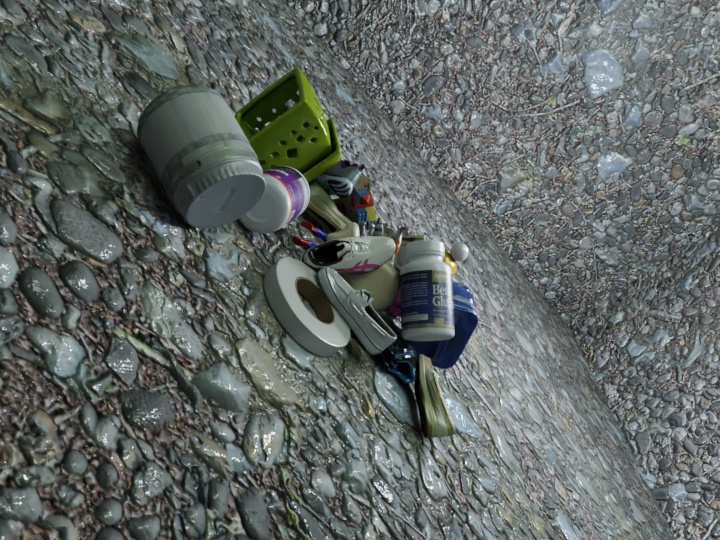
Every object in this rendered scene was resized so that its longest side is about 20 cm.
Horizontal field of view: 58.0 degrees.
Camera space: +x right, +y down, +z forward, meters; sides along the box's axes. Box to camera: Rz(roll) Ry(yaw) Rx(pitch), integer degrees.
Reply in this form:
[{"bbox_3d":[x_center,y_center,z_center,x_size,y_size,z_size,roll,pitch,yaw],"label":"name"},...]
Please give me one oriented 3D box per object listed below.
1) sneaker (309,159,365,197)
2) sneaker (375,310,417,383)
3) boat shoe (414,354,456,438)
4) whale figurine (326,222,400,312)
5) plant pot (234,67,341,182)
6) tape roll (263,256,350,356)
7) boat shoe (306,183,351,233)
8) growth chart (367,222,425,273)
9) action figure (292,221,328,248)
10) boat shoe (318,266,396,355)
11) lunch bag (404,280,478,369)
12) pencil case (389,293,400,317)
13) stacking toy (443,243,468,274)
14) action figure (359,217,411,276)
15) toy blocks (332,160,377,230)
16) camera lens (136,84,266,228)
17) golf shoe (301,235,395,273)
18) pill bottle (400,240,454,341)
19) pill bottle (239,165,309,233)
[{"bbox_3d":[-0.067,-0.227,1.553,0.200,0.088,0.075,20,-27,48],"label":"sneaker"},{"bbox_3d":[0.057,0.156,1.347,0.200,0.073,0.082,41,22,-29],"label":"sneaker"},{"bbox_3d":[0.152,0.260,1.356,0.201,0.063,0.073,-96,-172,-52],"label":"boat shoe"},{"bbox_3d":[0.000,0.000,1.406,0.201,0.159,0.104,60,-11,3],"label":"whale figurine"},{"bbox_3d":[-0.158,-0.311,1.497,0.182,0.200,0.199,46,18,-35],"label":"plant pot"},{"bbox_3d":[-0.097,0.065,1.208,0.203,0.037,0.203,45,21,-23],"label":"tape roll"},{"bbox_3d":[-0.069,-0.109,1.531,0.201,0.063,0.073,53,-21,-14],"label":"boat shoe"},{"bbox_3d":[0.102,-0.030,1.552,0.199,0.145,0.018,16,11,5],"label":"growth chart"},{"bbox_3d":[-0.066,-0.051,1.444,0.052,0.066,0.200,27,2,36],"label":"action figure"},{"bbox_3d":[-0.003,0.067,1.267,0.200,0.065,0.074,53,18,-4],"label":"boat shoe"},{"bbox_3d":[0.178,0.131,1.503,0.135,0.201,0.133,17,30,-7],"label":"lunch bag"},{"bbox_3d":[0.096,0.030,1.643,0.094,0.091,0.201,37,27,-39],"label":"pencil case"},{"bbox_3d":[0.215,-0.005,1.803,0.146,0.200,0.146,44,21,-22],"label":"stacking toy"},{"bbox_3d":[0.064,-0.016,1.519,0.199,0.194,0.105,1,21,-23],"label":"action figure"},{"bbox_3d":[-0.005,-0.148,1.595,0.099,0.201,0.137,-11,39,-21],"label":"toy blocks"},{"bbox_3d":[-0.265,-0.192,1.081,0.200,0.160,0.160,59,20,17],"label":"camera lens"},{"bbox_3d":[-0.019,-0.031,1.311,0.092,0.199,0.073,123,-47,-73],"label":"golf shoe"},{"bbox_3d":[0.139,0.043,1.365,0.111,0.111,0.201,20,65,-57],"label":"pill bottle"},{"bbox_3d":[-0.168,-0.147,1.298,0.113,0.112,0.200,51,19,-6],"label":"pill bottle"}]
